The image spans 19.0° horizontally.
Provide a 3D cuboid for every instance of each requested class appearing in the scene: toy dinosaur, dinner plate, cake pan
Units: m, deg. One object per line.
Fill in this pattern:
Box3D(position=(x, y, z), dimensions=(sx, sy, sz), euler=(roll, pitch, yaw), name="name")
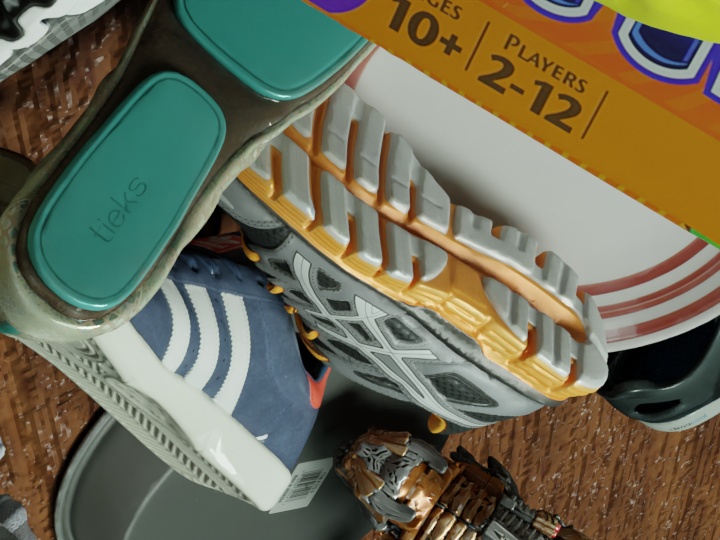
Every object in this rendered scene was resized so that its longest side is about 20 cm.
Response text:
Box3D(position=(0.065, 0.142, 0.926), dimensions=(0.102, 0.200, 0.136), euler=(-34, -174, -19), name="toy dinosaur")
Box3D(position=(0.067, -0.045, 0.794), dimensions=(0.200, 0.024, 0.200), euler=(6, 133, 6), name="dinner plate")
Box3D(position=(-0.037, 0.083, 0.946), dimensions=(0.200, 0.037, 0.200), euler=(-27, 149, -18), name="cake pan")

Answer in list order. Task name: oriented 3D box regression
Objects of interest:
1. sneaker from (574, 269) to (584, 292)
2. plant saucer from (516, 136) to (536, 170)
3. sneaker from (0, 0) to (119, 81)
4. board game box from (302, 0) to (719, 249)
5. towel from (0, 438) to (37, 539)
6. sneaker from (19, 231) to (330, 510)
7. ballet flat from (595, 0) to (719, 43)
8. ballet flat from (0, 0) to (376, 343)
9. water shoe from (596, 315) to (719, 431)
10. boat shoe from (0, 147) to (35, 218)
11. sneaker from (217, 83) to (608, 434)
Box3D(position=(0.130, -0.024, 0.931), dimensions=(0.200, 0.081, 0.076), euler=(-15, 142, -36), name="sneaker")
Box3D(position=(0.149, -0.143, 0.816), dimensions=(0.200, 0.048, 0.200), euler=(-18, 146, -29), name="plant saucer")
Box3D(position=(-0.053, -0.116, 0.623), dimensions=(0.200, 0.066, 0.090), euler=(-47, 146, 12), name="sneaker")
Box3D(position=(0.119, -0.146, 0.552), dimensions=(0.200, 0.200, 0.200), euler=(-49, 168, -53), name="board game box")
Box3D(position=(-0.198, 0.134, 0.743), dimensions=(0.200, 0.086, 0.166), euler=(-33, -177, -9), name="towel")
Box3D(position=(-0.072, 0.008, 0.787), dimensions=(0.085, 0.075, 0.200), euler=(-59, 144, -16), name="sneaker")
Box3D(position=(0.022, -0.109, 0.450), dimensions=(0.067, 0.200, 0.067), euler=(-51, 179, 26), name="ballet flat")
Box3D(position=(-0.057, -0.056, 0.688), dimensions=(0.200, 0.067, 0.062), euler=(-50, -167, -28), name="ballet flat")
Box3D(position=(0.198, 0.005, 1.050), dimensions=(0.200, 0.072, 0.079), euler=(-46, 147, 15), name="water shoe")
Box3D(position=(-0.171, -0.023, 0.611), dimensions=(0.200, 0.072, 0.065), euler=(17, 89, -60), name="boat shoe")
Box3D(position=(0.000, 0.000, 0.780), dimensions=(0.200, 0.078, 0.077), euler=(38, 128, -25), name="sneaker")
